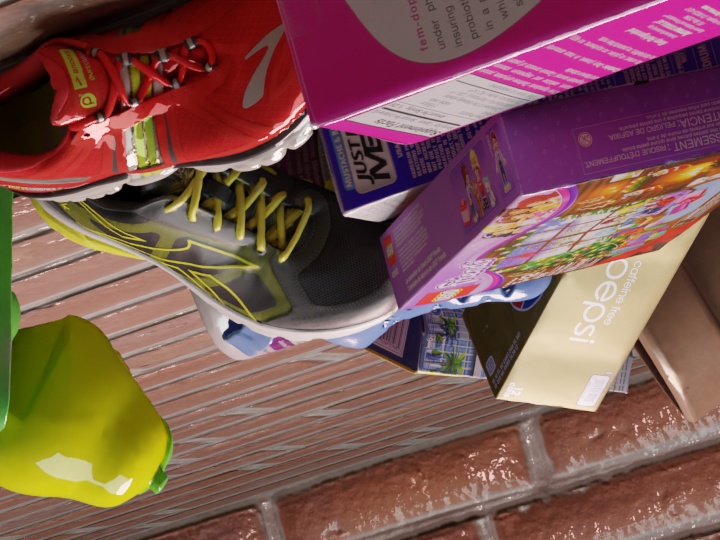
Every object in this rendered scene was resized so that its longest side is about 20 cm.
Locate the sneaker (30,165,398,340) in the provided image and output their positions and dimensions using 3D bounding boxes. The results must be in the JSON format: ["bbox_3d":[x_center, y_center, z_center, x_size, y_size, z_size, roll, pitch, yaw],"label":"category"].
[{"bbox_3d":[-0.070,-0.024,1.254,0.199,0.075,0.085,17,165,8],"label":"sneaker"}]

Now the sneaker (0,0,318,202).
[{"bbox_3d":[-0.093,-0.074,1.131,0.199,0.078,0.085,-21,164,29],"label":"sneaker"}]

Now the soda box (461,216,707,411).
[{"bbox_3d":[0.124,-0.026,1.348,0.064,0.068,0.201,9,126,-26],"label":"soda box"}]

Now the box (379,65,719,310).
[{"bbox_3d":[0.098,-0.036,1.164,0.136,0.039,0.200,-12,169,-16],"label":"box"}]

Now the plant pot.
[{"bbox_3d":[0.210,-0.038,1.573,0.174,0.201,0.200,-32,170,2],"label":"plant pot"}]

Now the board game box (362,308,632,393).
[{"bbox_3d":[0.067,0.016,1.579,0.199,0.062,0.200,6,-170,-34],"label":"board game box"}]

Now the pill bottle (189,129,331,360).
[{"bbox_3d":[0.007,-0.031,1.431,0.199,0.113,0.112,-17,171,9],"label":"pill bottle"}]

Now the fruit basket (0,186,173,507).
[{"bbox_3d":[-0.192,0.043,1.393,0.214,0.157,0.216,-1,166,0],"label":"fruit basket"}]

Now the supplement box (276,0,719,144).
[{"bbox_3d":[0.073,-0.127,0.995,0.199,0.102,0.103,-18,171,20],"label":"supplement box"}]

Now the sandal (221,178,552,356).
[{"bbox_3d":[0.000,0.000,1.344,0.199,0.088,0.080,2,-150,15],"label":"sandal"}]

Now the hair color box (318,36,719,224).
[{"bbox_3d":[0.091,-0.079,1.215,0.199,0.065,0.109,-17,171,21],"label":"hair color box"}]
